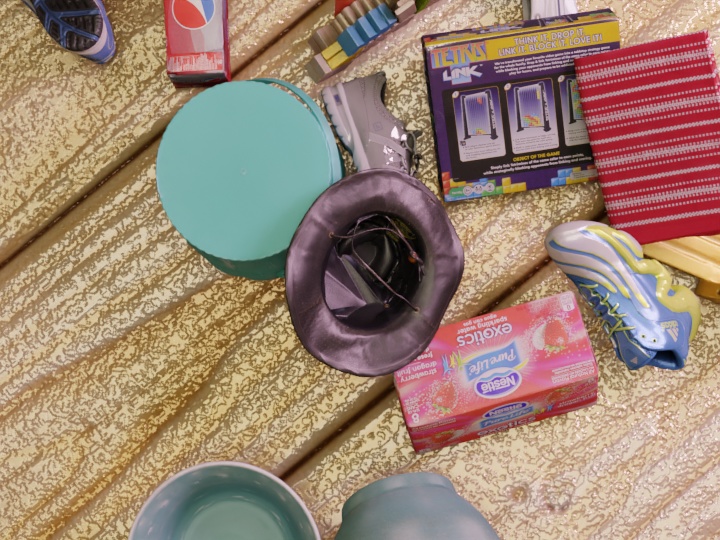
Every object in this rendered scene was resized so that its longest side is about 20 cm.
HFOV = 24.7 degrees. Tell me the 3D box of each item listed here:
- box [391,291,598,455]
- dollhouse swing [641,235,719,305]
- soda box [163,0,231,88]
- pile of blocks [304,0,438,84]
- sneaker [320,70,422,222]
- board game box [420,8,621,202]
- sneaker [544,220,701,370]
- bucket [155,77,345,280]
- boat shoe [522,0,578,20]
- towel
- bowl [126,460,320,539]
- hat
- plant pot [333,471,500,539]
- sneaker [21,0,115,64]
[{"bbox_3d":[0.133,0.104,1.649,0.198,0.100,0.096,-15,66,1],"label":"box"},{"bbox_3d":[0.380,-0.073,1.636,0.174,0.182,0.202,23,88,-17],"label":"dollhouse swing"},{"bbox_3d":[-0.172,-0.295,1.710,0.063,0.070,0.203,-2,85,1],"label":"soda box"},{"bbox_3d":[0.017,-0.277,1.697,0.199,0.082,0.062,-36,86,0],"label":"pile of blocks"},{"bbox_3d":[0.033,-0.114,1.689,0.081,0.075,0.202,-26,85,2],"label":"sneaker"},{"bbox_3d":[0.169,-0.168,1.671,0.197,0.057,0.167,-7,108,1],"label":"board game box"},{"bbox_3d":[0.263,0.032,1.627,0.199,0.076,0.106,28,48,-23],"label":"sneaker"},{"bbox_3d":[-0.111,-0.095,1.663,0.204,0.135,0.210,0,88,1],"label":"bucket"},{"bbox_3d":[0.184,-0.306,1.696,0.066,0.074,0.203,-10,87,-1],"label":"boat shoe"},{"bbox_3d":[0.296,-0.125,1.612,0.143,0.022,0.202,-9,102,28],"label":"towel"},{"bbox_3d":[-0.132,0.292,1.655,0.198,0.105,0.204,0,86,2],"label":"bowl"},{"bbox_3d":[0.000,0.000,1.617,0.198,0.081,0.203,-2,94,-24],"label":"hat"},{"bbox_3d":[0.051,0.284,1.621,0.198,0.201,0.135,-14,59,1],"label":"plant pot"},{"bbox_3d":[-0.323,-0.291,1.718,0.075,0.077,0.201,-34,68,3],"label":"sneaker"}]
